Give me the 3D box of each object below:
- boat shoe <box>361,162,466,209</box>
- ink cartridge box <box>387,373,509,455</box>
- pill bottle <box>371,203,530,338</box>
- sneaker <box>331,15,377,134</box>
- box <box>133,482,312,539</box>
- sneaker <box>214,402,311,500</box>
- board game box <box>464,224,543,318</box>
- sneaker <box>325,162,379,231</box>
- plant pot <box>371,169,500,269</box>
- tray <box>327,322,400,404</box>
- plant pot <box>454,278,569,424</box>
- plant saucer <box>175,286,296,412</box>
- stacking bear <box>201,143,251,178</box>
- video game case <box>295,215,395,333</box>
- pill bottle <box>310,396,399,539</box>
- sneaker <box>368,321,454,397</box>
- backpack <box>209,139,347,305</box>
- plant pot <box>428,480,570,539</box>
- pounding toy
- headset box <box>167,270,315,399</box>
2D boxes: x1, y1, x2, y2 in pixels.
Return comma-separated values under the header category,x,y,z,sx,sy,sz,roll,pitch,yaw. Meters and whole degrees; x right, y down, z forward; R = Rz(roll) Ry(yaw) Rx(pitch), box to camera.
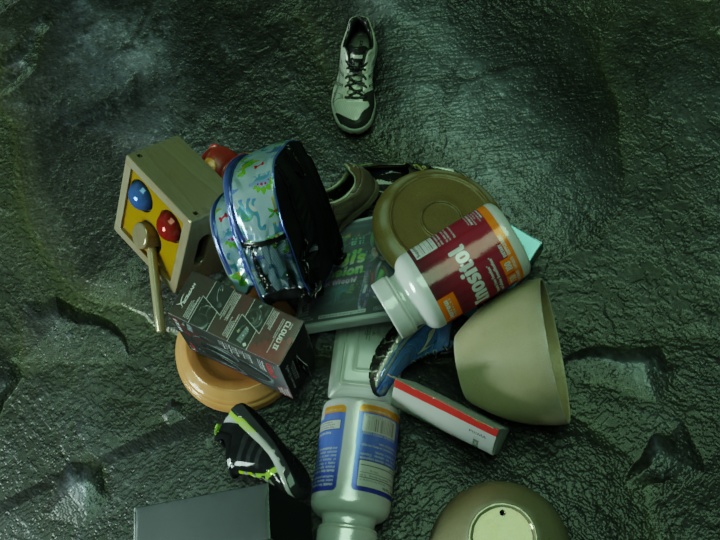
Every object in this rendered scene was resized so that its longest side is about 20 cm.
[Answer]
category,x,y,z,sx,sy,sz,roll,pitch,yaw
boat shoe,0.074,-0.134,1.758,0.199,0.061,0.072,-3,65,4
ink cartridge box,0.115,0.198,1.528,0.160,0.200,0.050,25,90,15
pill bottle,0.120,0.005,1.519,0.199,0.113,0.113,-31,66,0
sneaker,-0.012,-0.323,1.837,0.075,0.088,0.202,0,67,3
box,-0.180,0.349,1.491,0.198,0.141,0.080,-13,65,17
sneaker,-0.142,0.271,1.581,0.083,0.072,0.200,-47,45,0
board game box,0.150,-0.026,1.686,0.199,0.047,0.152,33,90,15
sneaker,-0.062,-0.081,1.699,0.200,0.075,0.070,-48,43,0
plant pot,0.116,-0.068,1.626,0.198,0.028,0.202,3,60,-4
tray,0.014,0.098,1.680,0.106,0.022,0.202,5,66,6
plant pot,0.205,0.122,1.561,0.133,0.200,0.202,-11,64,14
plant saucer,-0.182,0.111,1.683,0.198,0.038,0.202,-2,66,5
stacking bear,-0.171,-0.136,1.756,0.199,0.113,0.123,24,105,26
video game case,0.000,0.000,1.666,0.198,0.023,0.183,-11,53,32
pill bottle,-0.009,0.285,1.548,0.111,0.112,0.202,5,67,7
sneaker,0.088,0.105,1.616,0.089,0.079,0.200,39,87,-8
backpack,-0.125,-0.069,1.576,0.146,0.202,0.183,-11,19,17
plant pot,0.186,0.365,1.483,0.198,0.135,0.202,-2,65,3
pounding toy,-0.288,-0.054,1.696,0.142,0.201,0.184,-28,63,-39
headset box,-0.155,0.096,1.586,0.199,0.149,0.078,25,71,14
